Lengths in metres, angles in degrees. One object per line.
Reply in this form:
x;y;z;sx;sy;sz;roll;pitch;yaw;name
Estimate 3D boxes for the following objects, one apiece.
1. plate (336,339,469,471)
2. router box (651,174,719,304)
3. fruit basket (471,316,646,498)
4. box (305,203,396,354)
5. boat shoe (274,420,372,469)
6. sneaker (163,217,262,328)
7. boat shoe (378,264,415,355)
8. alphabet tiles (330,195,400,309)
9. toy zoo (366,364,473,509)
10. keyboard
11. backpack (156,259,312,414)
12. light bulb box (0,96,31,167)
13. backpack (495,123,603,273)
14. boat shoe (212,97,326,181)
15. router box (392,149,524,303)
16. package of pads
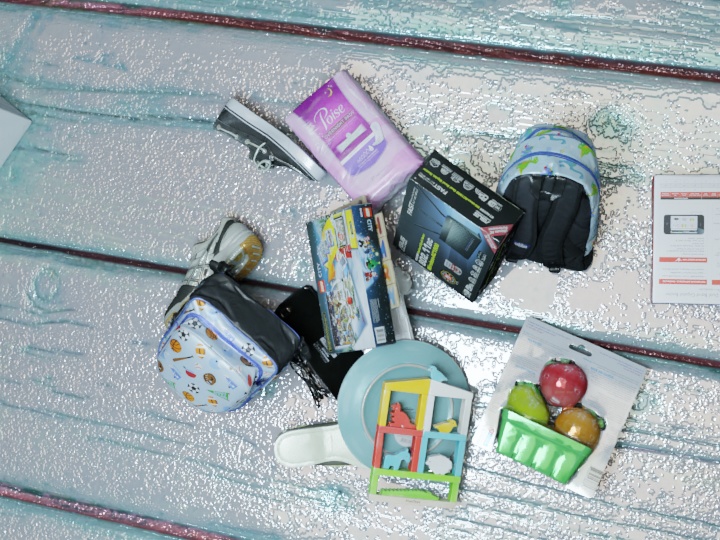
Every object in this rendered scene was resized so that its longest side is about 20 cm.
0.066;0.200;1.541;0.199;0.026;0.201;-1;94;-10;plate
0.502;-0.041;1.475;0.199;0.049;0.180;2;88;13;router box
0.279;0.191;1.511;0.185;0.094;0.201;23;77;13;fruit basket
-0.016;0.015;1.539;0.038;0.136;0.201;-8;87;-31;box
-0.027;0.254;1.576;0.201;0.060;0.072;-1;89;-6;boat shoe
-0.235;0.006;1.646;0.200;0.076;0.088;-46;58;8;sneaker
0.044;0.032;1.574;0.068;0.072;0.201;-9;79;-8;boat shoe
0.000;0.000;1.553;0.006;0.166;0.201;-8;83;-31;alphabet tiles
0.086;0.233;1.524;0.131;0.020;0.201;7;93;-10;toy zoo
-0.060;0.128;1.616;0.104;0.040;0.200;-34;79;-14;keyboard
-0.203;0.120;1.560;0.200;0.154;0.191;44;140;1;backpack
-0.666;-0.261;1.684;0.200;0.198;0.125;37;94;13;light bulb box
0.255;-0.102;1.461;0.162;0.200;0.154;15;73;14;backpack
-0.141;-0.182;1.619;0.199;0.074;0.068;37;91;12;boat shoe
0.130;-0.056;1.488;0.150;0.200;0.062;37;66;13;router box
-0.004;-0.187;1.588;0.120;0.076;0.200;-41;80;6;package of pads
